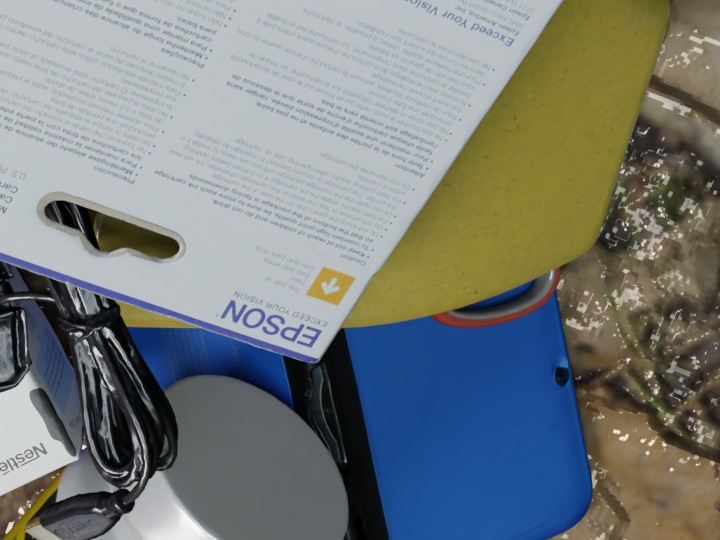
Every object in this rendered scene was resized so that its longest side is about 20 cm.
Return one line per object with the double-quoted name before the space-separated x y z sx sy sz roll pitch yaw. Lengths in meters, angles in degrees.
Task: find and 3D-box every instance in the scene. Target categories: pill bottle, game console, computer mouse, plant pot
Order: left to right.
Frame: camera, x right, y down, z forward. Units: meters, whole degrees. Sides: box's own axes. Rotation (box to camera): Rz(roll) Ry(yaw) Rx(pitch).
"computer mouse" -0.142 0.039 1.088 0.200 0.046 0.141 -19 95 41
"pill bottle" -0.098 0.138 1.210 0.114 0.114 0.200 34 126 -12
"game console" -0.013 0.039 1.258 0.170 0.118 0.200 0 112 32
"plant pot" 0.005 -0.096 1.106 0.200 0.196 0.194 9 125 -10

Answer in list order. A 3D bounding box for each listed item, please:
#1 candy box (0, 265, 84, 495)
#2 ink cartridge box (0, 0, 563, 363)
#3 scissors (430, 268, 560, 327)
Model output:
"candy box" -0.230 0.018 1.181 0.168 0.072 0.200 -26 107 8
"ink cartridge box" -0.052 -0.079 0.970 0.196 0.043 0.200 20 122 -25
"scissors" 0.000 0.000 1.183 0.200 0.014 0.073 -13 109 -32
